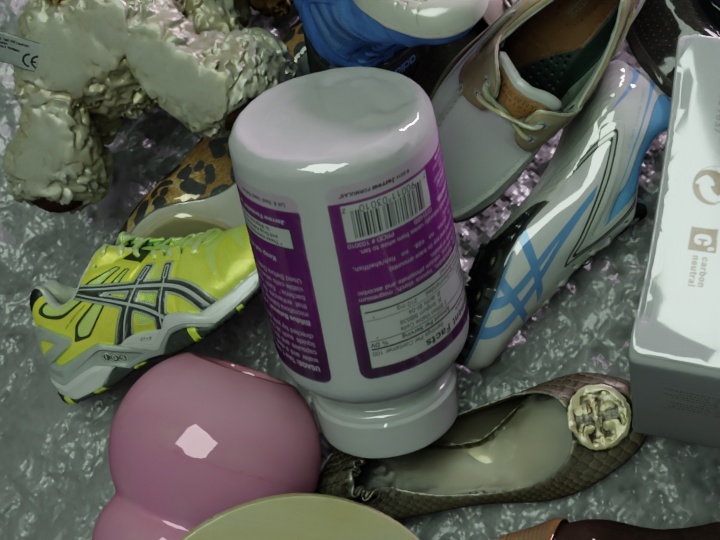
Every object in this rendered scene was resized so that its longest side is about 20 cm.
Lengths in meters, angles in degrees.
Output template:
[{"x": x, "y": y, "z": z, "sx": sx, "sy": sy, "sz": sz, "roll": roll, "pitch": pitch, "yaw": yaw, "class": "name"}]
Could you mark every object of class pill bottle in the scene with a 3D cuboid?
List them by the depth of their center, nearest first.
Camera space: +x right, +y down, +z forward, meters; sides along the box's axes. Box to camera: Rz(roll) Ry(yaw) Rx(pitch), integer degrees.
[{"x": 0.000, "y": 0.000, "z": 1.040, "sx": 0.111, "sy": 0.201, "sz": 0.113, "roll": -8, "pitch": 32, "yaw": 5, "class": "pill bottle"}]

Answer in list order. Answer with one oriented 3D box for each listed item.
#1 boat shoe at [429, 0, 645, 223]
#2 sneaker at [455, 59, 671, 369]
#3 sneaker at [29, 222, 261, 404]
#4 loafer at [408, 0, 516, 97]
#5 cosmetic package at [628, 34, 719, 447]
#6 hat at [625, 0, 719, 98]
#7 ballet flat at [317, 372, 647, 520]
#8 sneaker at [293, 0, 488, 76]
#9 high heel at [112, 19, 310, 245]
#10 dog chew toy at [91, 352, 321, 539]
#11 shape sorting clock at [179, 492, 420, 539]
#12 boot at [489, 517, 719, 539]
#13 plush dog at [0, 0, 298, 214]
[{"x": 0.090, "y": -0.107, "z": 1.065, "sx": 0.074, "sy": 0.068, "sz": 0.201, "roll": 33, "pitch": 110, "yaw": -3, "class": "boat shoe"}, {"x": 0.120, "y": -0.023, "z": 1.095, "sx": 0.072, "sy": 0.072, "sz": 0.201, "roll": 32, "pitch": 95, "yaw": -10, "class": "sneaker"}, {"x": -0.120, "y": 0.009, "z": 1.124, "sx": 0.199, "sy": 0.075, "sz": 0.077, "roll": -29, "pitch": 95, "yaw": 24, "class": "sneaker"}, {"x": 0.065, "y": -0.140, "z": 1.143, "sx": 0.072, "sy": 0.063, "sz": 0.201, "roll": 29, "pitch": 86, "yaw": 23, "class": "loafer"}, {"x": 0.230, "y": 0.001, "z": 0.969, "sx": 0.165, "sy": 0.200, "sz": 0.169, "roll": 9, "pitch": 76, "yaw": 11, "class": "cosmetic package"}, {"x": 0.245, "y": -0.178, "z": 1.081, "sx": 0.199, "sy": 0.081, "sz": 0.202, "roll": 0, "pitch": 90, "yaw": 21, "class": "hat"}, {"x": 0.068, "y": 0.103, "z": 1.085, "sx": 0.198, "sy": 0.046, "sz": 0.068, "roll": -14, "pitch": 73, "yaw": 14, "class": "ballet flat"}, {"x": 0.018, "y": -0.139, "z": 1.059, "sx": 0.076, "sy": 0.112, "sz": 0.200, "roll": -30, "pitch": 35, "yaw": -18, "class": "sneaker"}, {"x": -0.080, "y": -0.076, "z": 1.190, "sx": 0.199, "sy": 0.071, "sz": 0.143, "roll": -29, "pitch": 39, "yaw": 26, "class": "high heel"}, {"x": -0.098, "y": 0.152, "z": 1.089, "sx": 0.124, "sy": 0.124, "sz": 0.202, "roll": 17, "pitch": 89, "yaw": 21, "class": "dog chew toy"}, {"x": -0.037, "y": 0.220, "z": 1.046, "sx": 0.198, "sy": 0.039, "sz": 0.202, "roll": -3, "pitch": 104, "yaw": -11, "class": "shape sorting clock"}, {"x": 0.132, "y": 0.216, "z": 0.995, "sx": 0.165, "sy": 0.073, "sz": 0.201, "roll": -6, "pitch": 49, "yaw": 15, "class": "boot"}, {"x": -0.132, "y": -0.144, "z": 1.152, "sx": 0.199, "sy": 0.172, "sz": 0.161, "roll": -24, "pitch": 97, "yaw": 22, "class": "plush dog"}]
